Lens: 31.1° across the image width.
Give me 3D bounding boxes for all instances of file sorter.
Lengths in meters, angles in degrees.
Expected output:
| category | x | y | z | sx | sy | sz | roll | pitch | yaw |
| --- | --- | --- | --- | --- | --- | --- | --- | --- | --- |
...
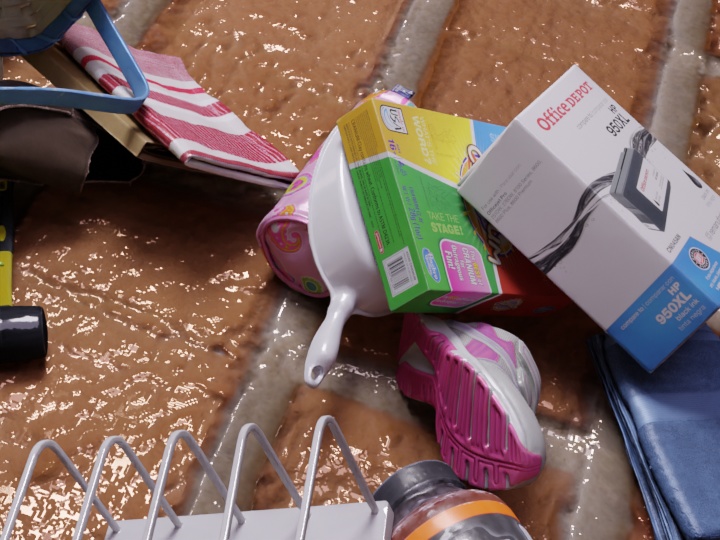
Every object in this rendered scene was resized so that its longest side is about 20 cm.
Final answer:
| category | x | y | z | sx | sy | sz | roll | pitch | yaw |
| --- | --- | --- | --- | --- | --- | --- | --- | --- | --- |
| file sorter | -0.096 | 0.173 | 0.757 | 0.197 | 0.125 | 0.140 | -7 | 45 | 16 |

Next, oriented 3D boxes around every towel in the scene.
| category | x | y | z | sx | sy | sz | roll | pitch | yaw |
| --- | --- | --- | --- | --- | --- | --- | --- | --- | --- |
| towel | -0.150 | -0.136 | 1.066 | 0.200 | 0.023 | 0.143 | 43 | 19 | 31 |
| towel | 0.247 | 0.123 | 0.965 | 0.110 | 0.049 | 0.202 | 0 | 46 | -15 |

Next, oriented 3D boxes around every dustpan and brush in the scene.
| category | x | y | z | sx | sy | sz | roll | pitch | yaw |
| --- | --- | --- | --- | --- | --- | --- | --- | --- | --- |
| dustpan and brush | 0.000 | 0.000 | 0.965 | 0.139 | 0.057 | 0.202 | 41 | 43 | -26 |

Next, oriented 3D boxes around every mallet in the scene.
| category | x | y | z | sx | sy | sz | roll | pitch | yaw |
| --- | --- | --- | --- | --- | --- | --- | --- | --- | --- |
| mallet | -0.286 | -0.005 | 0.999 | 0.065 | 0.042 | 0.201 | -10 | 46 | -16 |

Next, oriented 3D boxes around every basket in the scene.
| category | x | y | z | sx | sy | sz | roll | pitch | yaw |
| --- | --- | --- | --- | --- | --- | --- | --- | --- | --- |
| basket | -0.257 | -0.202 | 0.955 | 0.175 | 0.139 | 0.201 | 0 | 53 | -50 |

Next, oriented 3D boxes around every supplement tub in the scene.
| category | x | y | z | sx | sy | sz | roll | pitch | yaw |
| --- | --- | --- | --- | --- | --- | --- | --- | --- | --- |
| supplement tub | 0.075 | 0.213 | 0.804 | 0.106 | 0.108 | 0.201 | -15 | 43 | -22 |

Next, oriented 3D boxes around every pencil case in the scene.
| category | x | y | z | sx | sy | sz | roll | pitch | yaw |
| --- | --- | --- | --- | --- | --- | --- | --- | --- | --- |
| pencil case | -0.006 | -0.068 | 1.070 | 0.087 | 0.088 | 0.200 | 25 | 47 | 14 |

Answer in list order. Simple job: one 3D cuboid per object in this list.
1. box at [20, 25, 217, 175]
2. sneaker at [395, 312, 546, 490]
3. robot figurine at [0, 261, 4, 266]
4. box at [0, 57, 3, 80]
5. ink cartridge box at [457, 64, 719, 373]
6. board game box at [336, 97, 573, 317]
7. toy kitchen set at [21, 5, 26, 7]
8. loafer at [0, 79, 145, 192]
| category | x | y | z | sx | sy | sz | roll | pitch | yaw |
| --- | --- | --- | --- | --- | --- | --- | --- | --- | --- |
| box | -0.195 | -0.146 | 1.091 | 0.200 | 0.021 | 0.163 | 41 | 18 | 25 |
| sneaker | 0.094 | 0.085 | 0.923 | 0.087 | 0.083 | 0.200 | 2 | 25 | -18 |
| robot figurine | -0.356 | -0.023 | 0.928 | 0.197 | 0.118 | 0.175 | 16 | 17 | 25 |
| box | -0.408 | -0.188 | 1.078 | 0.196 | 0.129 | 0.110 | 4 | 48 | -7 |
| ink cartridge box | 0.189 | -0.044 | 0.979 | 0.200 | 0.084 | 0.144 | 43 | 36 | 4 |
| board game box | 0.079 | -0.044 | 0.996 | 0.198 | 0.040 | 0.155 | 3 | 65 | -49 |
| toy kitchen set | -0.409 | -0.252 | 1.159 | 0.199 | 0.164 | 0.181 | 31 | 73 | 28 |
| loafer | -0.240 | -0.101 | 1.018 | 0.071 | 0.074 | 0.199 | 35 | 23 | 25 |
